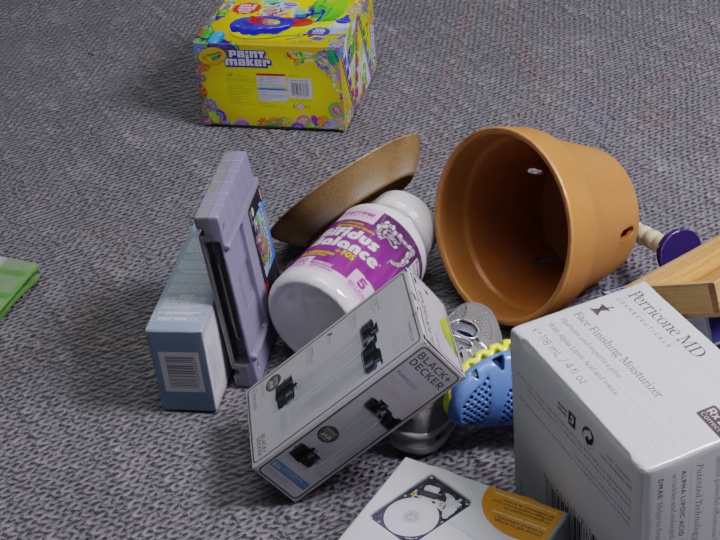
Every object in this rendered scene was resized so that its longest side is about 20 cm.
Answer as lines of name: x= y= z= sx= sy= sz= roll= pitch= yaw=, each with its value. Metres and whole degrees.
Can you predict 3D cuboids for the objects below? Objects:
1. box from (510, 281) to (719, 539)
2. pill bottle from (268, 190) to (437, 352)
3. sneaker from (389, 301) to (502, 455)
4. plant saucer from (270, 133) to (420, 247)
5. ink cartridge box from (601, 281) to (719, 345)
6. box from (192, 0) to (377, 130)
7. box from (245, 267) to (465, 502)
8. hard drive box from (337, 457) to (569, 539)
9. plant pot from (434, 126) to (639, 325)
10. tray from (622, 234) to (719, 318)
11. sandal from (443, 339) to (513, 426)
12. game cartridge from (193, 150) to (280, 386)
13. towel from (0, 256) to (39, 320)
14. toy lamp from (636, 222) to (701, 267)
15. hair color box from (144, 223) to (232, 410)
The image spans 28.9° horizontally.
box: x=0.223 y=0.153 z=1.108 sx=0.130 sy=0.201 sz=0.199 roll=-18 pitch=36 yaw=-17
pill bottle: x=0.000 y=0.000 z=1.443 sx=0.112 sy=0.113 sz=0.200 roll=14 pitch=39 yaw=26
sneaker: x=0.087 y=0.086 z=1.330 sx=0.074 sy=0.082 sz=0.200 roll=10 pitch=38 yaw=19
plant saucer: x=-0.008 y=-0.080 z=1.542 sx=0.200 sy=0.200 sz=0.036 roll=-29 pitch=82 yaw=-31
ink cartridge box: x=0.374 y=0.021 z=1.396 sx=0.198 sy=0.041 sz=0.200 roll=-17 pitch=10 yaw=-16
box: x=-0.096 y=-0.289 z=1.874 sx=0.198 sy=0.123 sz=0.193 roll=4 pitch=34 yaw=13
box: x=-0.008 y=0.102 z=1.249 sx=0.200 sy=0.060 sz=0.117 roll=-39 pitch=30 yaw=15
hard drive box: x=0.054 y=0.255 z=1.093 sx=0.155 sy=0.077 sz=0.200 roll=14 pitch=39 yaw=28
plant pot: x=0.192 y=-0.054 z=1.441 sx=0.139 sy=0.201 sz=0.200 roll=-11 pitch=31 yaw=-37
tray: x=0.346 y=0.001 z=1.323 sx=0.098 sy=0.037 sz=0.199 roll=-5 pitch=12 yaw=46
sandal: x=0.172 y=0.111 z=1.276 sx=0.199 sy=0.080 sz=0.087 roll=-9 pitch=41 yaw=-19
game cartridge: x=-0.115 y=-0.003 z=1.385 sx=0.038 sy=0.201 sz=0.130 roll=0 pitch=35 yaw=16
towel: x=-0.475 y=0.029 z=1.551 sx=0.199 sy=0.031 sz=0.149 roll=9 pitch=39 yaw=17
toy lamp: x=0.288 y=-0.048 z=1.500 sx=0.058 sy=0.059 sz=0.200 roll=-19 pitch=23 yaw=-19
hair color box: x=-0.156 y=0.040 z=1.417 sx=0.060 sy=0.100 sz=0.200 roll=1 pitch=34 yaw=11
